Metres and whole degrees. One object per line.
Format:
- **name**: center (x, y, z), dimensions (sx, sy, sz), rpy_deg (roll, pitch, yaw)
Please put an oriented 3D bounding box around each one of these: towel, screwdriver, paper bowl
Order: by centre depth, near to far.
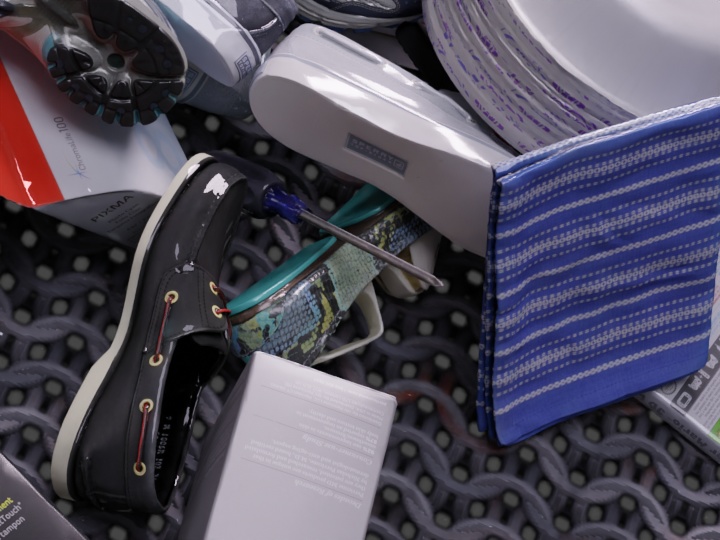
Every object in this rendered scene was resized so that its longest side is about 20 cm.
- **towel**: center (0.131, 0.003, 1.586), dimensions (0.145, 0.200, 0.024), rpy_deg (-18, 47, -18)
- **screwdriver**: center (-0.021, -0.022, 1.591), dimensions (0.028, 0.029, 0.200), rpy_deg (-33, 43, -27)
- **paper bowl**: center (0.142, -0.140, 1.624), dimensions (0.201, 0.104, 0.201), rpy_deg (24, 40, -21)

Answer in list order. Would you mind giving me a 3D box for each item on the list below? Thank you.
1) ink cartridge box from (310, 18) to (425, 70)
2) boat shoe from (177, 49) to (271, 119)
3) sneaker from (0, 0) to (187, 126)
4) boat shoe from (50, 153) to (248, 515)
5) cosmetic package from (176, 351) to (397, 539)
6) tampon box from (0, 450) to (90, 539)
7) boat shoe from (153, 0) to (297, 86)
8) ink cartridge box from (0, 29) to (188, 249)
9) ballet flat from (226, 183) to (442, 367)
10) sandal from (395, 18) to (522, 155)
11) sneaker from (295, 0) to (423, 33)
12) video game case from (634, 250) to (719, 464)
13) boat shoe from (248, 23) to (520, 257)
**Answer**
- **ink cartridge box**: center (0.034, -0.199, 1.758), dimensions (0.117, 0.067, 0.200), rpy_deg (11, 57, -14)
- **boat shoe**: center (-0.073, -0.169, 1.707), dimensions (0.071, 0.070, 0.201), rpy_deg (28, 51, -26)
- **sneaker**: center (-0.173, -0.156, 1.536), dimensions (0.200, 0.078, 0.086), rpy_deg (46, 12, -14)
- **boat shoe**: center (-0.095, 0.034, 1.541), dimensions (0.063, 0.074, 0.201), rpy_deg (12, 65, 18)
- **cosmetic package**: center (-0.051, 0.154, 1.482), dimensions (0.090, 0.107, 0.200), rpy_deg (18, 57, -10)
- **tampon box**: center (-0.225, 0.159, 1.397), dimensions (0.200, 0.126, 0.150), rpy_deg (44, 54, 9)
- **boat shoe**: center (-0.121, -0.188, 1.603), dimensions (0.200, 0.072, 0.068), rpy_deg (40, 74, 5)
- **ink cartridge box**: center (-0.168, -0.102, 1.560), dimensions (0.160, 0.047, 0.200), rpy_deg (64, 16, 21)
- **ballet flat**: center (0.000, 0.000, 1.633), dimensions (0.074, 0.074, 0.200), rpy_deg (44, 56, 8)
- **sandal**: center (0.090, -0.066, 1.668), dimensions (0.045, 0.075, 0.200), rpy_deg (-34, 83, 9)
- **sneaker**: center (-0.037, -0.200, 1.639), dimensions (0.200, 0.085, 0.077), rpy_deg (24, 56, -9)
- **video game case**: center (0.234, 0.057, 1.710), dimensions (0.200, 0.018, 0.143), rpy_deg (38, 53, 4)
- **boat shoe**: center (0.038, -0.070, 1.607), dimensions (0.200, 0.072, 0.069), rpy_deg (24, 52, 7)
